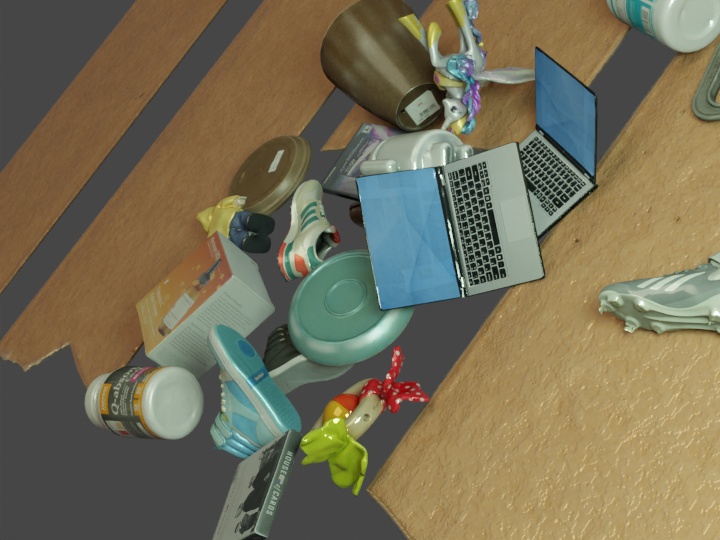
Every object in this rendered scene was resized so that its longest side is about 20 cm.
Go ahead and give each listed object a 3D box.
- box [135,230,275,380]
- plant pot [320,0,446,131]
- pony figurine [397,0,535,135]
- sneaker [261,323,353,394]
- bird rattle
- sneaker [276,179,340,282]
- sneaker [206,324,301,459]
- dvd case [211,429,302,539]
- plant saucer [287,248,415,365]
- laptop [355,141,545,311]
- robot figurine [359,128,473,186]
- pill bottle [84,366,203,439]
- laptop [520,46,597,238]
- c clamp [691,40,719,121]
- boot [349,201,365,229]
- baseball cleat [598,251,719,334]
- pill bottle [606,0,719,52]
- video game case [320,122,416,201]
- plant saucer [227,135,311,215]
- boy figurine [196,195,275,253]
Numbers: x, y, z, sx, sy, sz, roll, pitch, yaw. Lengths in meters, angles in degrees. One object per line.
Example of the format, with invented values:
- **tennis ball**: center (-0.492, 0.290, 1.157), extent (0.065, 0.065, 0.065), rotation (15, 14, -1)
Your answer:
- **box**: center (-0.261, 0.062, 1.971), extent (0.200, 0.106, 0.152), rotation (-42, 35, 9)
- **plant pot**: center (0.058, -0.325, 1.962), extent (0.187, 0.187, 0.200), rotation (-42, 50, 9)
- **pony figurine**: center (0.162, -0.310, 1.792), extent (0.193, 0.201, 0.166), rotation (-26, 12, -35)
- **sneaker**: center (-0.080, 0.114, 1.750), extent (0.200, 0.071, 0.100), rotation (-24, 46, 38)
- **bird rattle**: center (-0.010, 0.189, 1.585), extent (0.200, 0.113, 0.163), rotation (-57, 19, -18)
- **sneaker**: center (-0.070, -0.068, 1.938), extent (0.093, 0.070, 0.200), rotation (-5, 49, 23)
- **sneaker**: center (-0.190, 0.188, 1.721), extent (0.130, 0.200, 0.079), rotation (-39, -10, 24)
- **dvd case**: center (-0.147, 0.310, 1.609), extent (0.200, 0.025, 0.151), rotation (-42, 25, 56)
- **plant saucer**: center (-0.018, 0.044, 1.691), extent (0.199, 0.027, 0.201), rotation (-13, 50, 16)
- **laptop**: center (0.120, -0.059, 1.587), extent (0.199, 0.116, 0.188), rotation (-15, 83, 37)
- **robot figurine**: center (0.084, -0.148, 1.754), extent (0.200, 0.169, 0.114), rotation (0, 85, 57)
- **pill bottle**: center (-0.355, 0.214, 1.917), extent (0.199, 0.116, 0.117), rotation (-5, 53, 45)
- **laptop**: center (0.237, -0.171, 1.630), extent (0.200, 0.116, 0.187), rotation (-43, 34, 8)
- **c clamp**: center (0.515, -0.272, 1.514), extent (0.171, 0.027, 0.200), rotation (12, 66, 52)
- **boot**: center (0.000, 0.000, 1.789), extent (0.186, 0.064, 0.201), rotation (18, 75, 51)
- **baseball cleat**: center (0.376, 0.023, 1.357), extent (0.199, 0.070, 0.107), rotation (8, 56, 40)
- **pill bottle**: center (0.418, -0.386, 1.659), extent (0.111, 0.111, 0.200), rotation (-44, 35, 6)
- **video game case**: center (0.025, -0.177, 1.968), extent (0.143, 0.019, 0.200), rotation (-56, 34, -11)
- **plant saucer**: center (-0.173, -0.173, 2.174), extent (0.200, 0.029, 0.201), rotation (-29, 38, 25)
- **boy figurine**: center (-0.231, -0.072, 2.106), extent (0.200, 0.064, 0.125), rotation (13, 93, 56)
